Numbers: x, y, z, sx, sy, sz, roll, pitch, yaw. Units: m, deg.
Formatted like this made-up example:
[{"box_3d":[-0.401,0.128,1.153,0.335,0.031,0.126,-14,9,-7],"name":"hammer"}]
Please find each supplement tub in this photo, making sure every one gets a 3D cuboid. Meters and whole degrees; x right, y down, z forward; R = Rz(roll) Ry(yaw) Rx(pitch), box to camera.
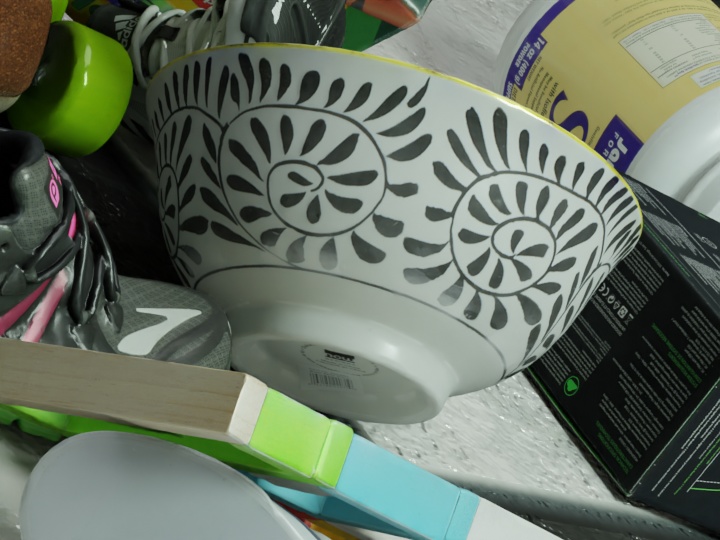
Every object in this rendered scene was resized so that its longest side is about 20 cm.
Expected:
[{"box_3d":[0.183,-0.076,1.618,0.145,0.145,0.200,20,23,-44],"name":"supplement tub"}]

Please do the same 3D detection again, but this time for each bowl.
[{"box_3d":[0.000,0.000,1.074,0.200,0.094,0.201,15,-20,6],"name":"bowl"}]

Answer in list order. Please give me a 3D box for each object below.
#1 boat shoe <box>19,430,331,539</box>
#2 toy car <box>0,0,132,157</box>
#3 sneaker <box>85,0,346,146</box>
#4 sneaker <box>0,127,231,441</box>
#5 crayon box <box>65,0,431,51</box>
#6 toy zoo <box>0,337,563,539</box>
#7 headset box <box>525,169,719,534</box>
[{"box_3d":[-0.013,0.115,0.845,0.200,0.072,0.066,27,-7,0],"name":"boat shoe"},{"box_3d":[-0.142,-0.174,1.125,0.164,0.200,0.158,23,21,-39],"name":"toy car"},{"box_3d":[-0.072,-0.085,1.181,0.115,0.076,0.201,24,-20,8],"name":"sneaker"},{"box_3d":[-0.112,0.000,0.920,0.200,0.084,0.077,21,23,-42],"name":"sneaker"},{"box_3d":[-0.068,-0.136,1.248,0.127,0.200,0.051,44,51,-19],"name":"crayon box"},{"box_3d":[-0.015,0.071,0.901,0.131,0.020,0.200,6,-17,45],"name":"toy zoo"},{"box_3d":[0.181,0.051,1.359,0.200,0.093,0.174,23,21,-39],"name":"headset box"}]
